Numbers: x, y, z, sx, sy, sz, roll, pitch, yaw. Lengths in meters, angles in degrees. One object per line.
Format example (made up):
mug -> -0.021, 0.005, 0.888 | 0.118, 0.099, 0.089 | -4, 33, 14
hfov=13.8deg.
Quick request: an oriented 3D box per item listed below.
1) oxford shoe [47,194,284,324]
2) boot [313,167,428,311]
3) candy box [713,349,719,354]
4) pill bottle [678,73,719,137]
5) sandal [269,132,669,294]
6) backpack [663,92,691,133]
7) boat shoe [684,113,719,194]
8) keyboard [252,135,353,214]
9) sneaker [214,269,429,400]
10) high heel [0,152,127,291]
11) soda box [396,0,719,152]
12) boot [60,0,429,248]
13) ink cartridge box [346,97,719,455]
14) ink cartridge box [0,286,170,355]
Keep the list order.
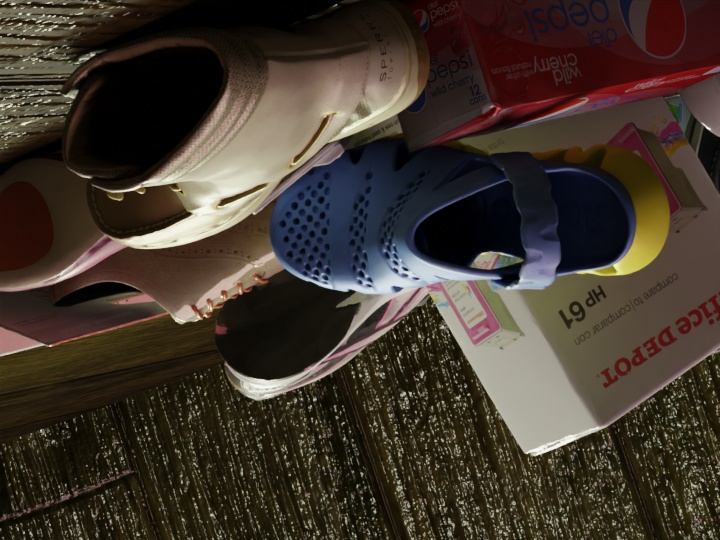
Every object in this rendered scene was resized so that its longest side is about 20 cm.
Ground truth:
oxford shoe -> -0.068, -0.007, 1.529 | 0.200, 0.074, 0.071 | 2, 169, 20
boot -> 0.073, -0.015, 1.685 | 0.132, 0.200, 0.070 | -39, -175, 23
candy box -> 0.183, -0.030, 2.027 | 0.136, 0.200, 0.061 | -18, 179, 19
pill bottle -> 0.260, -0.138, 1.533 | 0.200, 0.113, 0.113 | -22, 175, 37
sandal -> 0.041, -0.025, 1.413 | 0.200, 0.080, 0.087 | -5, -172, 29
backpack -> 0.138, -0.073, 1.772 | 0.200, 0.127, 0.167 | -21, 162, 4
boat shoe -> 0.250, -0.108, 1.656 | 0.200, 0.075, 0.062 | -48, -136, -11
keyboard -> -0.021, -0.067, 1.503 | 0.056, 0.011, 0.200 | -33, -172, 13
sneaker -> 0.000, 0.000, 1.605 | 0.200, 0.080, 0.086 | -31, 167, -18
high heel -> -0.108, -0.038, 1.497 | 0.200, 0.067, 0.096 | -25, 164, 36
soda box -> 0.098, -0.112, 1.443 | 0.200, 0.070, 0.063 | -15, 175, -46
boot -> -0.085, -0.059, 1.322 | 0.200, 0.072, 0.155 | -28, 172, 36
ink cartridge box -> 0.105, -0.025, 1.547 | 0.145, 0.200, 0.085 | -32, -176, -31
ink cartridge box -> -0.154, 0.014, 1.631 | 0.176, 0.045, 0.200 | 21, -155, 40
